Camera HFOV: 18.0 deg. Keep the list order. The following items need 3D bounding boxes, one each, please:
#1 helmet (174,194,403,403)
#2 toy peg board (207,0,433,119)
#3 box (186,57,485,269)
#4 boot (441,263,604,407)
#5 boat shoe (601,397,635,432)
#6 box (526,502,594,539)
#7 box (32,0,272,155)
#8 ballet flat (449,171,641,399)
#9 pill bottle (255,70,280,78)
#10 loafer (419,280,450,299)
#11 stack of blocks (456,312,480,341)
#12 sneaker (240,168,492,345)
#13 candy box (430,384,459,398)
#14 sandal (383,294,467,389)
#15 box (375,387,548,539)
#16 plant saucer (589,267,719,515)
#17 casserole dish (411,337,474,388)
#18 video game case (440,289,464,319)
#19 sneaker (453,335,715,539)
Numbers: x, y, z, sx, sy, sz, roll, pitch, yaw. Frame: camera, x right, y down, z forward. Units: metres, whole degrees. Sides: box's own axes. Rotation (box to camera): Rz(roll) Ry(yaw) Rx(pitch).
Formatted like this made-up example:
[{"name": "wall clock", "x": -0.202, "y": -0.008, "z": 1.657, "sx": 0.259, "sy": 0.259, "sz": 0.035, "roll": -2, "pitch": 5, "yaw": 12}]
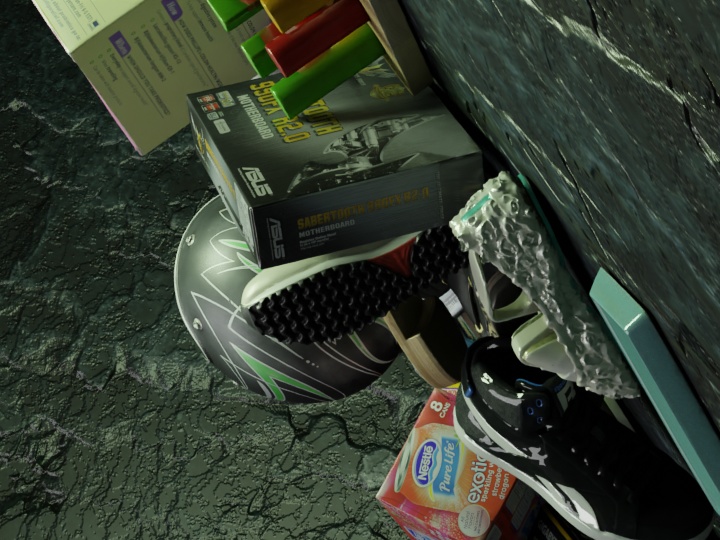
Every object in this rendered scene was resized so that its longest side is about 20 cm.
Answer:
[{"name": "helmet", "x": -0.054, "y": 0.018, "z": 1.921, "sx": 0.201, "sy": 0.199, "sz": 0.191, "roll": 55, "pitch": 173, "yaw": 17}, {"name": "toy peg board", "x": -0.062, "y": -0.210, "z": 1.491, "sx": 0.200, "sy": 0.097, "sz": 0.199, "roll": 54, "pitch": 178, "yaw": 29}, {"name": "box", "x": -0.019, "y": -0.080, "z": 1.526, "sx": 0.200, "sy": 0.157, "sz": 0.049, "roll": -121, "pitch": 19, "yaw": -59}, {"name": "boot", "x": 0.104, "y": 0.025, "z": 1.660, "sx": 0.151, "sy": 0.073, "sz": 0.200, "roll": 54, "pitch": 176, "yaw": 41}, {"name": "boat shoe", "x": 0.180, "y": 0.132, "z": 1.727, "sx": 0.202, "sy": 0.060, "sz": 0.072, "roll": 55, "pitch": 178, "yaw": 22}, {"name": "box", "x": 0.225, "y": 0.253, "z": 1.715, "sx": 0.159, "sy": 0.050, "sz": 0.200, "roll": 19, "pitch": -168, "yaw": -18}, {"name": "box", "x": -0.140, "y": -0.216, "z": 1.781, "sx": 0.097, "sy": 0.199, "sz": 0.176, "roll": 55, "pitch": 178, "yaw": 27}, {"name": "ballet flat", "x": 0.114, "y": 0.020, "z": 1.459, "sx": 0.201, "sy": 0.072, "sz": 0.072, "roll": 56, "pitch": 178, "yaw": -34}, {"name": "pill bottle", "x": -0.040, "y": -0.136, "z": 1.987, "sx": 0.201, "sy": 0.112, "sz": 0.112, "roll": 58, "pitch": 177, "yaw": -36}, {"name": "loafer", "x": 0.001, "y": -0.061, "z": 1.759, "sx": 0.200, "sy": 0.068, "sz": 0.070, "roll": 42, "pitch": -140, "yaw": -3}, {"name": "stack of blocks", "x": 0.062, "y": -0.036, "z": 1.872, "sx": 0.201, "sy": 0.058, "sz": 0.115, "roll": 56, "pitch": 178, "yaw": 11}, {"name": "sneaker", "x": 0.003, "y": -0.025, "z": 1.570, "sx": 0.094, "sy": 0.199, "sz": 0.071, "roll": 62, "pitch": 178, "yaw": 43}, {"name": "candy box", "x": 0.155, "y": 0.149, "z": 1.829, "sx": 0.199, "sy": 0.027, "sz": 0.102, "roll": 35, "pitch": 166, "yaw": -28}, {"name": "sandal", "x": -0.002, "y": 0.003, "z": 1.655, "sx": 0.213, "sy": 0.069, "sz": 0.078, "roll": 59, "pitch": -149, "yaw": -16}, {"name": "box", "x": 0.090, "y": 0.177, "z": 1.783, "sx": 0.095, "sy": 0.100, "sz": 0.200, "roll": 26, "pitch": 169, "yaw": 19}, {"name": "plant saucer", "x": 0.192, "y": 0.088, "z": 1.353, "sx": 0.201, "sy": 0.019, "sz": 0.070, "roll": 58, "pitch": 177, "yaw": -29}, {"name": "casserole dish", "x": 0.119, "y": 0.100, "z": 1.870, "sx": 0.199, "sy": 0.039, "sz": 0.121, "roll": 22, "pitch": 167, "yaw": 41}, {"name": "video game case", "x": 0.028, "y": -0.053, "z": 1.796, "sx": 0.201, "sy": 0.019, "sz": 0.143, "roll": 56, "pitch": 139, "yaw": 9}, {"name": "sneaker", "x": 0.150, "y": 0.114, "z": 1.536, "sx": 0.199, "sy": 0.073, "sz": 0.112, "roll": 26, "pitch": 150, "yaw": 17}]
